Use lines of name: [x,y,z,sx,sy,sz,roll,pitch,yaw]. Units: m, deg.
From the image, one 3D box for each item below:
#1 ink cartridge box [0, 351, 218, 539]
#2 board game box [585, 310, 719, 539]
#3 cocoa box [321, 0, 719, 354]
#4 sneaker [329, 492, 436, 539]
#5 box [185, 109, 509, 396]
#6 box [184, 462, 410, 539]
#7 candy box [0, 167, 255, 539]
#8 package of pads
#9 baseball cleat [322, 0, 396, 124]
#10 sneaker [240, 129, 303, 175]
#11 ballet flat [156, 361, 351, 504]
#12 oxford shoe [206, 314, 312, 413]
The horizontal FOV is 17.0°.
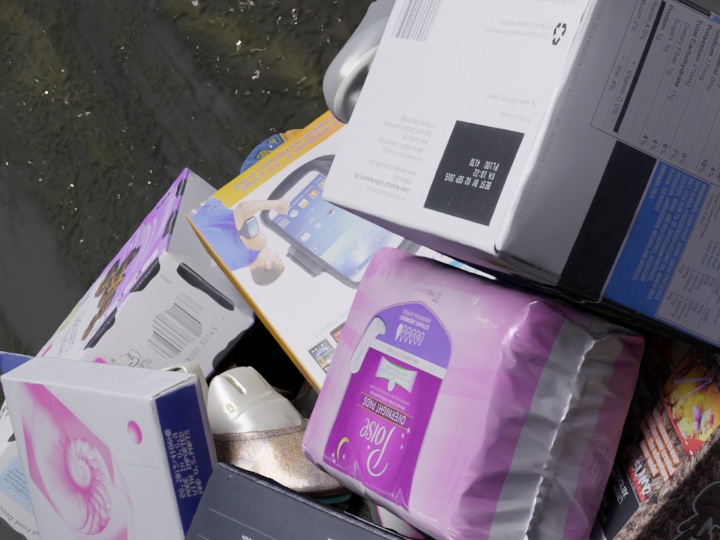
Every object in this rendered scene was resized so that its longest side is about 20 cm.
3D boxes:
ink cartridge box: [-0.139,0.149,1.326,0.043,0.198,0.199,-22,16,-39]
board game box: [0.162,0.065,1.105,0.201,0.096,0.160,-54,26,23]
cocoa box: [0.094,-0.057,1.078,0.200,0.130,0.134,21,89,66]
sneaker: [0.043,0.136,1.254,0.087,0.080,0.200,-57,24,0]
box: [0.000,0.000,1.305,0.119,0.042,0.200,-36,46,-5]
box: [-0.010,0.211,1.043,0.196,0.117,0.201,15,81,55]
candy box: [-0.146,0.054,1.476,0.200,0.071,0.168,-50,12,15]
package of pads: [0.049,0.064,1.119,0.200,0.075,0.121,19,88,67]
baseball cleat: [0.034,-0.155,1.313,0.106,0.070,0.200,37,59,27]
sneaker: [-0.020,0.005,1.404,0.075,0.089,0.201,-16,47,-5]
ballet flat: [-0.082,0.085,1.314,0.199,0.068,0.068,3,98,41]
oxford shoe: [-0.078,0.096,1.401,0.201,0.072,0.084,-67,7,-30]
